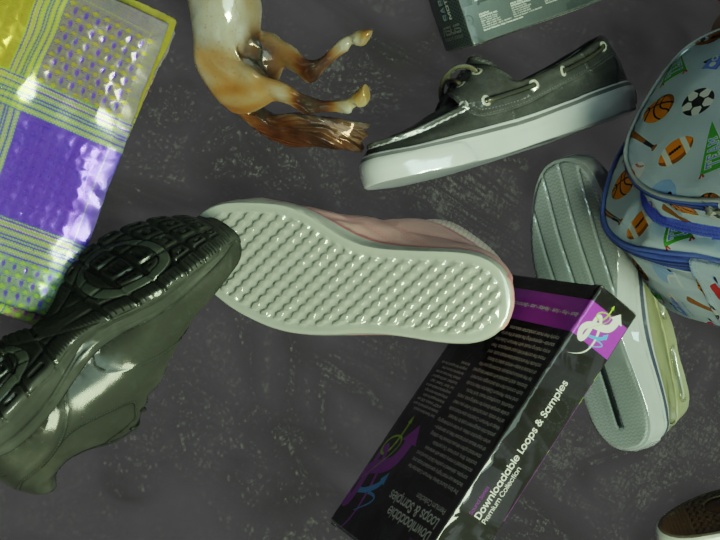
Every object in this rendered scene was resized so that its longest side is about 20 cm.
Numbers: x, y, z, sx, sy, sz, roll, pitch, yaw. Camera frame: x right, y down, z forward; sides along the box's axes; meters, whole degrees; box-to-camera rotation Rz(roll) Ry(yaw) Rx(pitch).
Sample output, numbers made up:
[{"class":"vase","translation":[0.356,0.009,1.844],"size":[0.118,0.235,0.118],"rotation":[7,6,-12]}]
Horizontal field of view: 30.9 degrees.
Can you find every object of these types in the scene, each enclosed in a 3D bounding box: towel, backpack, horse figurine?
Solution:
[{"class":"towel","translation":[-0.190,-0.077,0.729],"size":[0.144,0.023,0.200],"rotation":[26,85,-46]},{"class":"backpack","translation":[0.235,-0.051,0.757],"size":[0.154,0.190,0.200],"rotation":[49,65,-25]},{"class":"horse figurine","translation":[-0.061,-0.152,0.764],"size":[0.050,0.132,0.200],"rotation":[-45,124,-52]}]

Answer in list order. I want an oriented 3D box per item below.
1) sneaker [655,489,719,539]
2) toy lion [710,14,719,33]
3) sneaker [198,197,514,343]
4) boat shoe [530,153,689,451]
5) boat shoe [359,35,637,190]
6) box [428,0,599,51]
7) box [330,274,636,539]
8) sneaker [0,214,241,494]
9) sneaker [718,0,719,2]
[{"class":"sneaker","translation":[0.301,0.193,0.906],"size":[0.200,0.073,0.085],"rotation":[-7,102,-13]},{"class":"toy lion","translation":[0.286,-0.074,0.900],"size":[0.200,0.069,0.192],"rotation":[23,92,-18]},{"class":"sneaker","translation":[0.000,0.000,0.808],"size":[0.200,0.105,0.075],"rotation":[11,99,11]},{"class":"boat shoe","translation":[0.166,0.019,0.866],"size":[0.062,0.072,0.200],"rotation":[-21,100,-45]},{"class":"boat shoe","translation":[0.084,-0.105,0.827],"size":[0.200,0.070,0.066],"rotation":[-19,90,-17]},{"class":"box","translation":[0.125,-0.247,0.840],"size":[0.200,0.051,0.158],"rotation":[-23,100,-16]},{"class":"box","translation":[0.069,0.094,0.790],"size":[0.036,0.143,0.200],"rotation":[38,82,-17]},{"class":"sneaker","translation":[-0.146,0.047,0.755],"size":[0.200,0.076,0.091],"rotation":[-40,133,-10]},{"class":"sneaker","translation":[0.236,-0.198,0.794],"size":[0.071,0.098,0.200],"rotation":[-45,93,-8]}]
